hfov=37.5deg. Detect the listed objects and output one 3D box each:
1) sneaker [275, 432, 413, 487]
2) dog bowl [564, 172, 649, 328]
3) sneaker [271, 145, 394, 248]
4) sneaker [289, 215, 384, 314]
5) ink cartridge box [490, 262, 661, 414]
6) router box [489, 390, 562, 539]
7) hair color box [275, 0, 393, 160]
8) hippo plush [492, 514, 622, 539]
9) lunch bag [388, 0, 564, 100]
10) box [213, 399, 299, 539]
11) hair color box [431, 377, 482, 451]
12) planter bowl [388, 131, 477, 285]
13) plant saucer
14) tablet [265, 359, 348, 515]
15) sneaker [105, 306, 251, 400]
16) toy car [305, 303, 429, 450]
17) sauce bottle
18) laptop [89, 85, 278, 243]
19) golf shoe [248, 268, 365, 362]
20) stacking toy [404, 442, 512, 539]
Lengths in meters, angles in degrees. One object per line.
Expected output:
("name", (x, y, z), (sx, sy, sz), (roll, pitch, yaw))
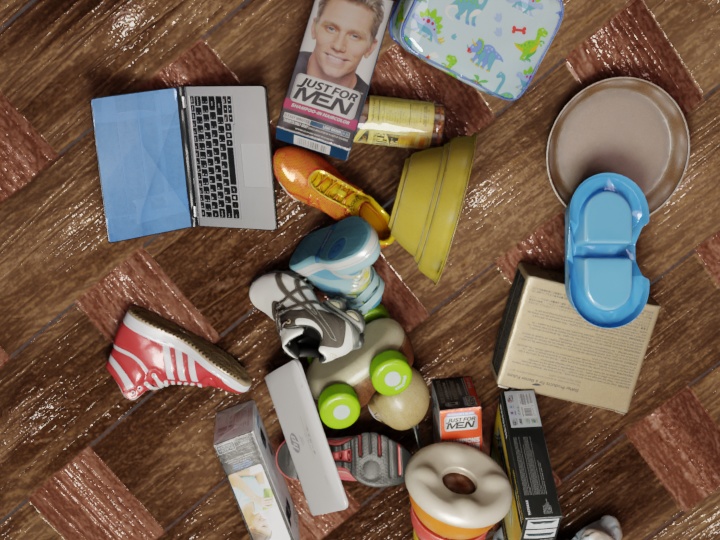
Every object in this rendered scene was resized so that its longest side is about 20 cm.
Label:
("sneaker", (-0.019, 0.263, 1.513), (0.196, 0.087, 0.075), (4, 85, 3))
("dog bowl", (0.323, -0.026, 1.411), (0.109, 0.050, 0.204), (0, 89, -7))
("sneaker", (-0.029, -0.103, 1.405), (0.199, 0.077, 0.074), (34, 72, -17))
("sneaker", (0.000, 0.000, 1.399), (0.130, 0.199, 0.080), (40, 71, -20))
("ink cartridge box", (0.298, 0.094, 1.488), (0.196, 0.075, 0.167), (13, 106, -8))
("router box", (0.222, 0.292, 1.451), (0.051, 0.202, 0.159), (-2, 136, -3))
("hair color box", (-0.033, -0.253, 1.335), (0.098, 0.061, 0.203), (16, 81, -3))
("hippo plush", (0.277, 0.422, 1.568), (0.159, 0.159, 0.202), (30, 88, 20))
("lunch bag", (0.149, -0.322, 1.344), (0.197, 0.083, 0.163), (22, 103, -19))
("box", (-0.145, 0.301, 1.502), (0.059, 0.117, 0.203), (-18, 105, 0))
("hair color box", (0.139, 0.268, 1.510), (0.063, 0.111, 0.204), (-5, 107, -1))
("planter bowl", (0.085, -0.089, 1.364), (0.082, 0.201, 0.204), (15, 105, 1))
("plant saucer", (0.347, -0.162, 1.441), (0.196, 0.032, 0.204), (-1, 105, -3))
("tablet", (-0.075, 0.226, 1.418), (0.013, 0.130, 0.203), (-15, 82, -27))
("sneaker", (-0.257, 0.145, 1.472), (0.198, 0.071, 0.114), (30, 99, -3))
("toy car", (0.032, 0.177, 1.463), (0.156, 0.165, 0.201), (-32, 118, 6))
("sauce bottle", (0.012, -0.198, 1.395), (0.196, 0.066, 0.067), (6, 106, -2))
("laptop", (-0.223, -0.135, 1.366), (0.197, 0.116, 0.191), (4, 109, 24))
("golf shoe", (-0.089, 0.062, 1.404), (0.198, 0.094, 0.079), (20, 130, 35))
("stacking toy", (0.113, 0.347, 1.424), (0.143, 0.147, 0.203), (9, 122, -6))
